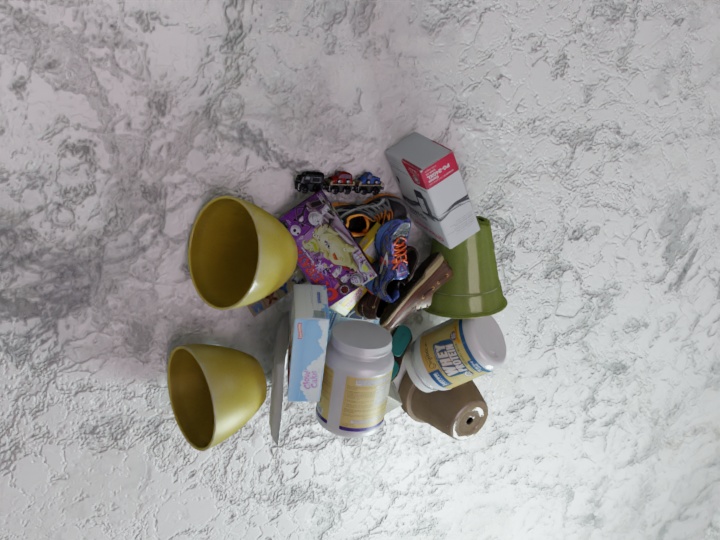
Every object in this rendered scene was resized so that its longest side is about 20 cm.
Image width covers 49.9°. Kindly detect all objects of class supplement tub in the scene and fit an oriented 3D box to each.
[{"bbox_3d":[-0.010,0.217,1.557,0.144,0.145,0.202,-5,116,-31],"label":"supplement tub"},{"bbox_3d":[0.212,0.184,1.742,0.199,0.146,0.144,-30,140,34],"label":"supplement tub"}]

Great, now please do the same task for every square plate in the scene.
[{"bbox_3d":[-0.165,0.215,1.572,0.028,0.200,0.200,4,116,-5],"label":"square plate"}]

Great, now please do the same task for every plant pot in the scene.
[{"bbox_3d":[-0.198,-0.029,1.413,0.141,0.200,0.202,2,116,-49],"label":"plant pot"},{"bbox_3d":[0.219,0.315,1.880,0.199,0.174,0.202,-16,123,-26],"label":"plant pot"},{"bbox_3d":[-0.267,0.229,1.499,0.141,0.200,0.202,-12,122,-37],"label":"plant pot"},{"bbox_3d":[0.226,-0.018,1.703,0.198,0.200,0.192,-11,109,-28],"label":"plant pot"}]

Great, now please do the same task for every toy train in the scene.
[{"bbox_3d":[-0.039,-0.174,1.526,0.198,0.034,0.046,-2,104,-32],"label":"toy train"}]

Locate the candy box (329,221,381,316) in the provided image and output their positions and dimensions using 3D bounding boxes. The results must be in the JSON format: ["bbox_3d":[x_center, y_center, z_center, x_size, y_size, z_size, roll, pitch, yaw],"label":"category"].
[{"bbox_3d":[0.000,0.000,1.573,0.200,0.026,0.102,-49,145,7],"label":"candy box"}]

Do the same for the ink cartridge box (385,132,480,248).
[{"bbox_3d":[0.148,-0.161,1.571,0.083,0.145,0.201,-34,125,-12],"label":"ink cartridge box"}]

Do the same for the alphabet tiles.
[{"bbox_3d":[-0.165,-0.020,1.547,0.199,0.008,0.168,-34,129,-12],"label":"alphabet tiles"}]

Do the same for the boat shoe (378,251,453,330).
[{"bbox_3d":[0.119,0.053,1.592,0.068,0.072,0.200,46,73,-12],"label":"boat shoe"}]

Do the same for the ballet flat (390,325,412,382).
[{"bbox_3d":[0.058,0.202,1.722,0.200,0.070,0.071,-55,144,-45],"label":"ballet flat"}]

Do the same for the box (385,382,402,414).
[{"bbox_3d":[0.010,0.268,1.750,0.082,0.069,0.200,-30,144,14],"label":"box"}]

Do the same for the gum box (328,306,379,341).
[{"bbox_3d":[-0.034,0.126,1.691,0.199,0.045,0.171,11,109,-36],"label":"gum box"}]

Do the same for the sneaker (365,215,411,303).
[{"bbox_3d":[0.069,-0.021,1.531,0.075,0.078,0.201,-17,135,-32],"label":"sneaker"}]

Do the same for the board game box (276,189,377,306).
[{"bbox_3d":[-0.069,-0.041,1.500,0.119,0.032,0.201,-32,103,12],"label":"board game box"}]

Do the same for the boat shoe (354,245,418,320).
[{"bbox_3d":[0.070,0.028,1.654,0.070,0.070,0.201,49,65,-30],"label":"boat shoe"}]

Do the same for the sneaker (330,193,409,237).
[{"bbox_3d":[0.019,-0.103,1.574,0.198,0.077,0.079,-14,121,-28],"label":"sneaker"}]

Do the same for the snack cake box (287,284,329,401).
[{"bbox_3d":[-0.103,0.141,1.494,0.066,0.115,0.202,2,123,-9],"label":"snack cake box"}]
